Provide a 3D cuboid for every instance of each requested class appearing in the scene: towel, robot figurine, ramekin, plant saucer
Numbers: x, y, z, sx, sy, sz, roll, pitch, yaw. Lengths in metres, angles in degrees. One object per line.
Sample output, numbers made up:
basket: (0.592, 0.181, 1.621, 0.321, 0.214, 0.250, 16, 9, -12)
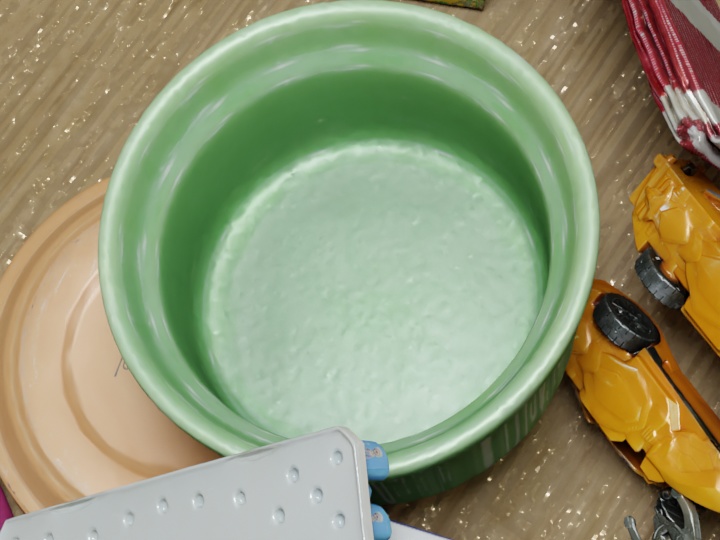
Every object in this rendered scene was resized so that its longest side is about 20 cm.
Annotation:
towel: (0.137, -0.120, 0.818, 0.023, 0.144, 0.201, -28, 65, 21)
robot figurine: (0.159, 0.055, 0.759, 0.145, 0.058, 0.200, -50, 57, 26)
ramekin: (0.000, 0.000, 0.761, 0.198, 0.098, 0.202, -3, 69, 7)
plant saucer: (-0.074, 0.041, 0.826, 0.199, 0.032, 0.202, -1, 70, 2)

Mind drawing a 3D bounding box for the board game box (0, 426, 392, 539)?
board game box: (-0.057, 0.175, 0.673, 0.199, 0.026, 0.202, -19, 71, 38)

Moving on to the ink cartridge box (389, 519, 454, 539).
ink cartridge box: (0.052, 0.143, 0.723, 0.199, 0.094, 0.044, 16, 68, 11)

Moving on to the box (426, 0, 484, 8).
box: (0.018, -0.260, 0.845, 0.121, 0.193, 0.201, 9, 71, 5)

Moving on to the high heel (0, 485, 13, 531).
high heel: (-0.175, 0.140, 0.758, 0.067, 0.096, 0.201, -13, 70, -3)
